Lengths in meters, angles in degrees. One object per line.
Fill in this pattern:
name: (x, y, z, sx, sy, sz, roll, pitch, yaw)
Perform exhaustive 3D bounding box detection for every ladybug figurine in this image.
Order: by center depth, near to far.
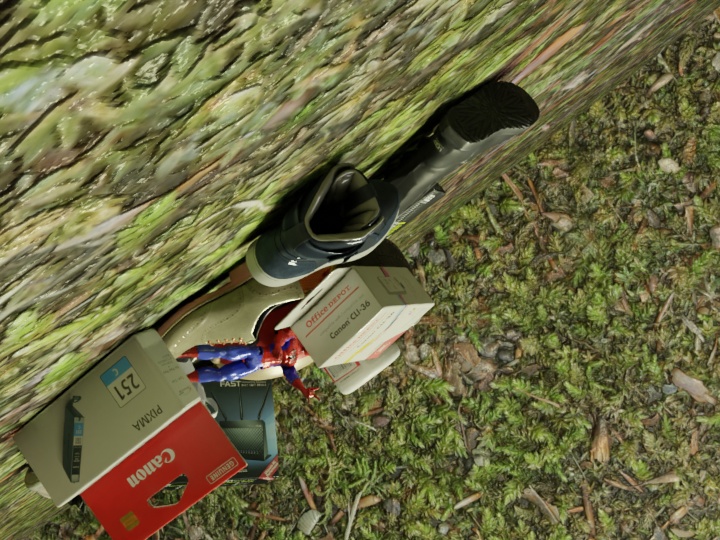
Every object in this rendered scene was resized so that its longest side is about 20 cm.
ladybug figurine: (-0.110, 0.066, 1.076, 0.199, 0.136, 0.072, -31, 151, -33)

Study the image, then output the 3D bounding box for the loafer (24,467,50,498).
loafer: (-0.391, 0.265, 1.197, 0.199, 0.063, 0.072, -32, -143, 5)

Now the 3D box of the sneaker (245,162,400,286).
sneaker: (-0.003, -0.060, 0.810, 0.202, 0.077, 0.146, -33, 178, -38)

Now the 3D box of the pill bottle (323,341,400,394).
pill bottle: (-0.038, 0.076, 1.245, 0.112, 0.201, 0.112, -35, 177, -2)

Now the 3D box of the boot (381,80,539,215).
boot: (0.099, -0.131, 0.974, 0.164, 0.066, 0.200, -23, 165, -39)

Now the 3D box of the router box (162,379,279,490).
router box: (-0.219, 0.227, 1.165, 0.198, 0.151, 0.062, 3, 156, -27)

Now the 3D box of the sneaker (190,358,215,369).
sneaker: (-0.170, 0.121, 1.219, 0.199, 0.116, 0.075, -35, 177, -30)

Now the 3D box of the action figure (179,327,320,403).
action figure: (-0.123, 0.116, 0.962, 0.198, 0.066, 0.099, -9, -156, -29)

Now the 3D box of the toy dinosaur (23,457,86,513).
toy dinosaur: (-0.361, 0.236, 1.095, 0.136, 0.102, 0.200, -52, -179, -31)

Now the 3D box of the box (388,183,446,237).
box: (0.033, -0.075, 1.222, 0.192, 0.048, 0.200, -34, 177, 10)

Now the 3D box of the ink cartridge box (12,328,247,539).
ink cartridge box: (-0.246, 0.190, 0.868, 0.199, 0.177, 0.045, -38, 176, 17)

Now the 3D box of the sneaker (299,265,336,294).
sneaker: (-0.074, 0.006, 0.983, 0.199, 0.077, 0.073, -36, 176, 2)

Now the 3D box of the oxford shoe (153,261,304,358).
oxford shoe: (-0.152, 0.058, 0.891, 0.199, 0.074, 0.071, -36, 179, 5)

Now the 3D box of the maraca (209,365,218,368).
maraca: (-0.271, 0.192, 1.308, 0.199, 0.108, 0.137, -14, -168, 43)

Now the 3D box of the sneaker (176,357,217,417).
sneaker: (-0.264, 0.174, 0.984, 0.199, 0.115, 0.075, -34, 176, -41)

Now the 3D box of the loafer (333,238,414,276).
loafer: (0.000, 0.000, 1.111, 0.068, 0.076, 0.199, -38, 156, 28)

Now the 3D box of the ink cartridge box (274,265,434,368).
ink cartridge box: (-0.004, 0.056, 1.007, 0.116, 0.068, 0.199, -45, 160, 20)

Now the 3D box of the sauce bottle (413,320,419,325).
sauce bottle: (0.040, 0.033, 1.236, 0.066, 0.066, 0.200, -36, -155, -6)
